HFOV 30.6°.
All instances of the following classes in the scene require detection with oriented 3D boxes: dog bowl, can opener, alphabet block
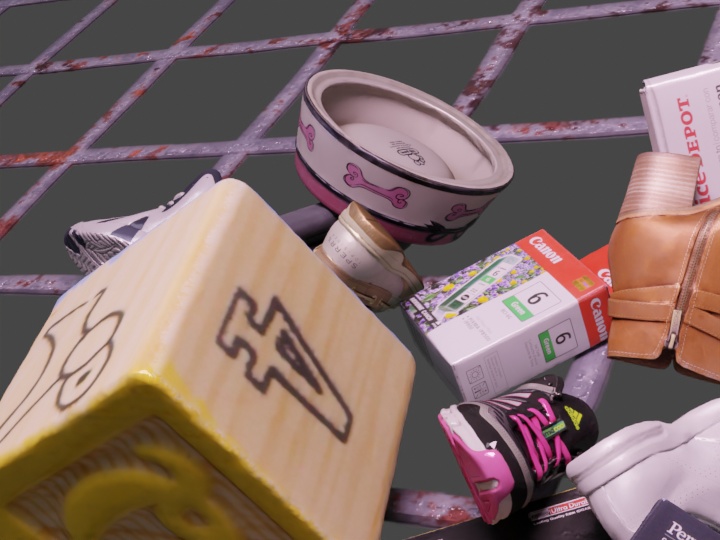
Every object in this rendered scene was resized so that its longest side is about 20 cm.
[{"bbox_3d":[0.031,-0.097,1.163,0.200,0.074,0.200,20,27,-11],"label":"dog bowl"},{"bbox_3d":[-0.017,-0.030,1.129,0.067,0.053,0.200,14,20,28],"label":"can opener"},{"bbox_3d":[-0.104,0.100,0.845,0.195,0.196,0.200,-33,23,32],"label":"alphabet block"}]

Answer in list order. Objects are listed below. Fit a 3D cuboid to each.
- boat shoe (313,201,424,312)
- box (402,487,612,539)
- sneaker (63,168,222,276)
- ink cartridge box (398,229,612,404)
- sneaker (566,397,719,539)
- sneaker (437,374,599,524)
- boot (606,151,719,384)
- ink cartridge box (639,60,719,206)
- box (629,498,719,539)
[{"bbox_3d":[0.000,0.000,1.040,0.066,0.200,0.074,-42,72,-1],"label":"boat shoe"},{"bbox_3d":[0.081,0.214,0.772,0.200,0.049,0.160,-17,34,5],"label":"box"},{"bbox_3d":[-0.178,-0.042,1.273,0.199,0.080,0.130,0,36,29],"label":"sneaker"},{"bbox_3d":[0.142,0.021,1.023,0.200,0.050,0.109,-27,32,-8],"label":"ink cartridge box"},{"bbox_3d":[0.212,0.129,0.796,0.200,0.075,0.089,-12,64,-37],"label":"sneaker"},{"bbox_3d":[0.105,0.104,0.824,0.087,0.074,0.200,-24,-7,7],"label":"sneaker"},{"bbox_3d":[0.272,0.005,0.917,0.200,0.074,0.155,7,77,24],"label":"boot"},{"bbox_3d":[0.324,-0.097,0.994,0.200,0.146,0.085,-14,5,13],"label":"ink cartridge box"},{"bbox_3d":[0.160,0.237,0.569,0.200,0.104,0.182,32,54,20],"label":"box"}]
